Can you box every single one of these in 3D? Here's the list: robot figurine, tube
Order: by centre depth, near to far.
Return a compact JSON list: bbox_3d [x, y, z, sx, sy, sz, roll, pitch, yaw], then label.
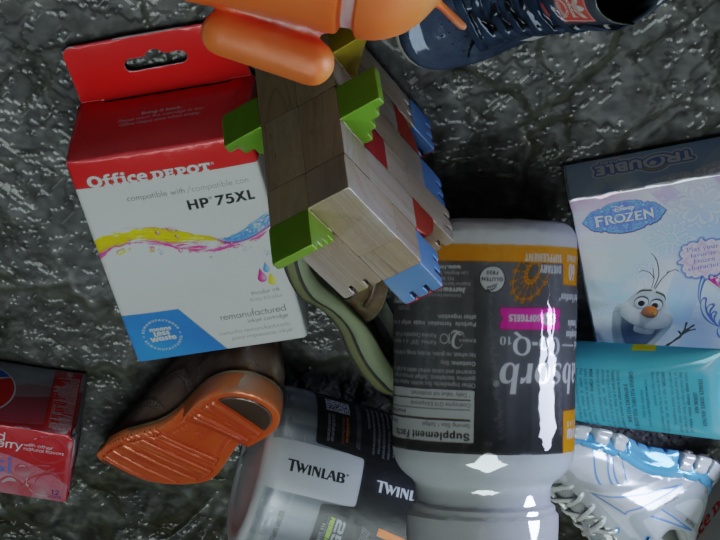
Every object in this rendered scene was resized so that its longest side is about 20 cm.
[{"bbox_3d":[-0.032,-0.189,0.913,0.198,0.145,0.117,13,146,1],"label":"robot figurine"},{"bbox_3d":[0.146,0.073,1.131,0.198,0.051,0.078,5,137,23],"label":"tube"}]

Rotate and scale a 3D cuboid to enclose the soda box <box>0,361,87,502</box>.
[{"bbox_3d":[-0.292,0.101,1.193,0.198,0.064,0.070,9,128,-6],"label":"soda box"}]

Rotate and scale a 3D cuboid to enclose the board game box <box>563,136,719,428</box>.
[{"bbox_3d":[0.244,0.004,1.119,0.198,0.044,0.200,-9,129,9],"label":"board game box"}]

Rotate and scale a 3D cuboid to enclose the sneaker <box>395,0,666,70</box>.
[{"bbox_3d":[0.107,-0.157,0.965,0.199,0.085,0.075,-26,125,20],"label":"sneaker"}]

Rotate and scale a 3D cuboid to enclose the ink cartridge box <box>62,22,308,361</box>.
[{"bbox_3d":[-0.107,-0.046,1.069,0.115,0.068,0.201,-9,128,8],"label":"ink cartridge box"}]

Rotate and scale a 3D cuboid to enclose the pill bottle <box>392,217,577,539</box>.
[{"bbox_3d":[0.076,0.071,1.070,0.115,0.116,0.202,0,89,1],"label":"pill bottle"}]

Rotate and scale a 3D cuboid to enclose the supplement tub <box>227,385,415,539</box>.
[{"bbox_3d":[0.016,0.159,1.198,0.198,0.123,0.123,15,128,-11],"label":"supplement tub"}]

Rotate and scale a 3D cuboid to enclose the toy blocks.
[{"bbox_3d":[0.001,-0.054,0.993,0.099,0.201,0.137,-26,136,20],"label":"toy blocks"}]

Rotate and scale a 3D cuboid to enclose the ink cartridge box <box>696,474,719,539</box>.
[{"bbox_3d":[0.294,0.237,1.208,0.083,0.201,0.146,16,128,-15],"label":"ink cartridge box"}]

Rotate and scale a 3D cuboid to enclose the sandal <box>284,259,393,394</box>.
[{"bbox_3d":[0.000,0.000,1.101,0.057,0.080,0.201,-16,137,19],"label":"sandal"}]

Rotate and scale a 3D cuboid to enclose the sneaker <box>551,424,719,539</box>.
[{"bbox_3d":[0.165,0.155,1.178,0.199,0.087,0.075,16,167,-29],"label":"sneaker"}]

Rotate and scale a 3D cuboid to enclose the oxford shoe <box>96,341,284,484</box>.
[{"bbox_3d":[-0.112,0.092,1.187,0.071,0.073,0.199,30,142,-28],"label":"oxford shoe"}]
